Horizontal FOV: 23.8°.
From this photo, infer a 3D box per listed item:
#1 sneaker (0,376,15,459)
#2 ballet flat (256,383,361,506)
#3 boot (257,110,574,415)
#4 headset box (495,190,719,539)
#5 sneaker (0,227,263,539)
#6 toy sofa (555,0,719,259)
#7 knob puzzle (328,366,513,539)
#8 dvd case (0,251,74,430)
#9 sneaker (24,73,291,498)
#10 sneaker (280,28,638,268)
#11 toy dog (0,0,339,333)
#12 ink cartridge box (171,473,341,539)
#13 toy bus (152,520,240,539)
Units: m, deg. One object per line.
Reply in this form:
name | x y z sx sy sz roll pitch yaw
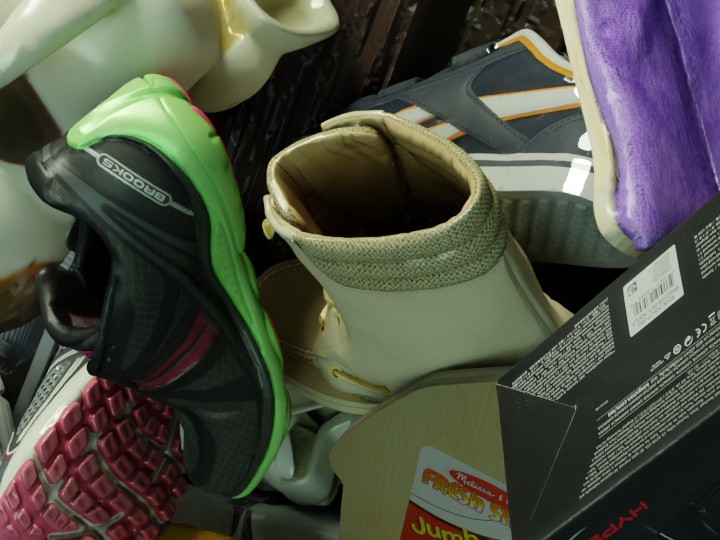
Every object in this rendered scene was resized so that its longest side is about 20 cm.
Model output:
sneaker | -0.208 0.085 0.802 0.200 0.085 0.075 48 112 34
ballet flat | -0.006 0.073 0.785 0.200 0.069 0.070 -19 106 28
boot | 0.000 0.000 0.684 0.200 0.073 0.155 17 156 43
headset box | 0.166 0.059 0.528 0.200 0.075 0.149 27 129 -26
sneaker | -0.108 0.054 0.749 0.074 0.200 0.081 -5 123 27
toy sofa | 0.127 -0.079 0.583 0.083 0.200 0.097 -35 133 31
knob puzzle | 0.080 0.105 0.666 0.219 0.030 0.220 20 134 22
dvd case | -0.222 0.019 0.878 0.150 0.025 0.200 31 121 6
sneaker | -0.081 0.014 0.668 0.084 0.077 0.200 -23 130 -12
sneaker | 0.052 -0.050 0.711 0.200 0.080 0.078 7 154 43
toy dog | -0.128 -0.063 0.710 0.139 0.194 0.200 39 116 -13
ink cartridge box | -0.070 0.177 0.820 0.199 0.083 0.146 12 90 20
toy bus | -0.045 0.161 0.720 0.199 0.065 0.079 12 125 22
